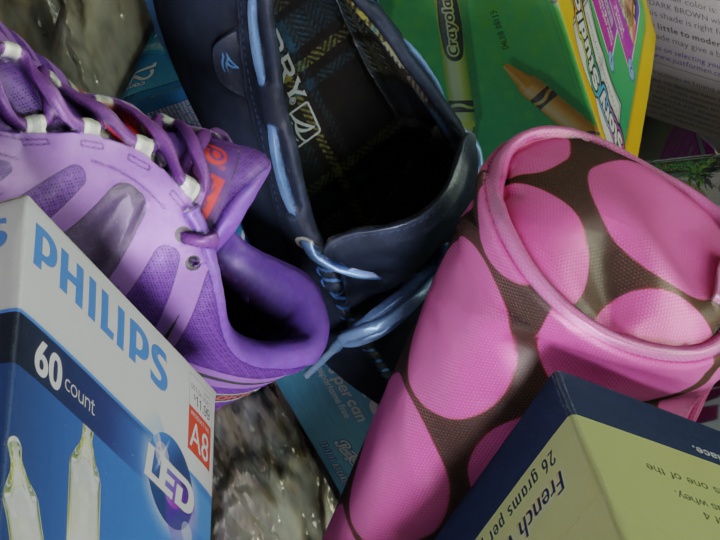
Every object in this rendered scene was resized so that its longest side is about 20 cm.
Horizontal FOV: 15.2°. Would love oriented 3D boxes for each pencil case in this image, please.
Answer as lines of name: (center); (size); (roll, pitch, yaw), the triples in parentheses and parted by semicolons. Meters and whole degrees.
pencil case: (0.046, 0.060, 0.768); (0.091, 0.093, 0.201); (-54, 168, -51)

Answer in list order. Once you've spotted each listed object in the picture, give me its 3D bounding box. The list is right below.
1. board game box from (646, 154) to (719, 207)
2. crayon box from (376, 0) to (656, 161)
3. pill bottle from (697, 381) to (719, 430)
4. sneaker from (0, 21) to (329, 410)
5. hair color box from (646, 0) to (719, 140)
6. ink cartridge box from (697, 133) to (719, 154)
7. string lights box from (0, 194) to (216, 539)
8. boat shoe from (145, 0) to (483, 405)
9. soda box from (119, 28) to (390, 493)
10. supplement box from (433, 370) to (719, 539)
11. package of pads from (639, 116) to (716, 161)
board game box: (0.147, -0.007, 0.974); (0.200, 0.199, 0.062); (84, 1, -63)
crayon box: (0.040, -0.121, 0.868); (0.119, 0.058, 0.201); (-73, 148, -53)
pill bottle: (0.144, 0.093, 0.978); (0.113, 0.199, 0.114); (48, 33, -47)
sneaker: (-0.073, -0.029, 0.709); (0.200, 0.083, 0.081); (45, 35, -48)
hair color box: (0.127, -0.140, 0.966); (0.065, 0.109, 0.201); (-48, 144, -30)
ink cartridge box: (0.132, -0.137, 1.145); (0.200, 0.084, 0.146); (44, 18, 14)
string lights box: (-0.083, 0.096, 0.626); (0.103, 0.059, 0.201); (50, 33, -50)
boat shoe: (-0.001, -0.019, 0.783); (0.200, 0.084, 0.069); (52, -14, -31)
soda box: (0.000, 0.000, 0.884); (0.201, 0.064, 0.068); (62, 25, -28)
supplement box: (0.116, 0.162, 0.675); (0.199, 0.135, 0.200); (20, 28, -26)
package of pads: (0.129, 0.027, 1.162); (0.201, 0.068, 0.155); (67, 25, -16)
